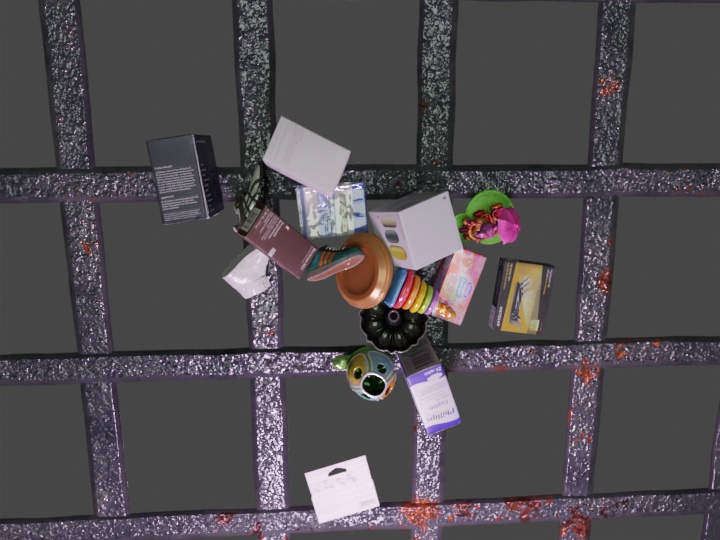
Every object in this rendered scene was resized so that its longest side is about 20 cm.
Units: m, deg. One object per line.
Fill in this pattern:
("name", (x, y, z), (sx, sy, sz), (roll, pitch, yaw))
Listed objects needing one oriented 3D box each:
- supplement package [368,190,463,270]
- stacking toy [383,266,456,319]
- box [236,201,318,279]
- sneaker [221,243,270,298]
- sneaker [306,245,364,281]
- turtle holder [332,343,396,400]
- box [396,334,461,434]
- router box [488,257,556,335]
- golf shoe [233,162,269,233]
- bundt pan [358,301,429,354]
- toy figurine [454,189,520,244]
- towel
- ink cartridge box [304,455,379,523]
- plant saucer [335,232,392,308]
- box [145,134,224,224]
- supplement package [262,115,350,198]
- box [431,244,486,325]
("supplement package", (0.140, -0.107, 1.470), (0.147, 0.199, 0.156), (-23, 103, -19))
("stacking toy", (0.169, 0.077, 1.498), (0.196, 0.116, 0.112), (25, 91, -4))
("box", (-0.216, -0.077, 1.482), (0.199, 0.074, 0.102), (39, 81, -36))
("sneaker", (-0.274, -0.015, 1.556), (0.199, 0.074, 0.116), (-42, 118, -1))
("sneaker", (-0.076, -0.037, 1.517), (0.196, 0.070, 0.082), (-21, 73, 35))
("turtle holder", (0.021, 0.284, 1.596), (0.139, 0.132, 0.188), (-34, 102, 4))
("box", (0.184, 0.312, 1.572), (0.102, 0.185, 0.204), (-22, 112, 1))
("router box", (0.463, 0.075, 1.622), (0.152, 0.052, 0.207), (6, 101, -5))
("golf shoe", (-0.296, -0.190, 1.507), (0.091, 0.078, 0.207), (8, 92, 8))
("bundt pan", (0.093, 0.134, 1.572), (0.195, 0.076, 0.209), (-1, 74, 3))
("toy figurine", (0.346, -0.123, 1.507), (0.194, 0.184, 0.154), (-19, 102, 1))
("towel", (-0.078, -0.166, 1.553), (0.193, 0.024, 0.152), (-4, 103, -3))
("ink cartridge box", (-0.056, 0.655, 1.712), (0.194, 0.045, 0.181), (-15, 103, -1))
("plant saucer", (0.000, 0.000, 1.521), (0.196, 0.037, 0.207), (-1, 89, 40))
("box", (-0.436, -0.234, 1.425), (0.120, 0.200, 0.203), (-7, 102, -1))
("supplement package", (-0.138, -0.289, 1.462), (0.196, 0.120, 0.124), (26, 90, -5))
("box", (0.264, 0.033, 1.576), (0.092, 0.103, 0.205), (18, 99, -7))
